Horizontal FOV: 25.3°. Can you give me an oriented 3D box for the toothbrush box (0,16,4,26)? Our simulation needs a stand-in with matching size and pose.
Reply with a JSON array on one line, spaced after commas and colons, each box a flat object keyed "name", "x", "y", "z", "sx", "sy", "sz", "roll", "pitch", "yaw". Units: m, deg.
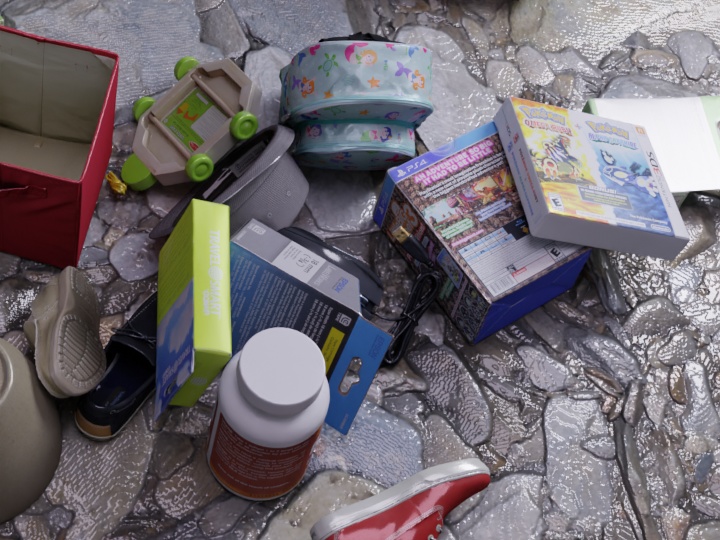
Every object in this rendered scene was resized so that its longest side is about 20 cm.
[{"name": "toothbrush box", "x": -0.490, "y": -0.289, "z": 1.823, "sx": 0.086, "sy": 0.146, "sz": 0.200, "roll": -29, "pitch": 69, "yaw": -26}]

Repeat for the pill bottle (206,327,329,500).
[{"name": "pill bottle", "x": -0.091, "y": 0.142, "z": 1.610, "sx": 0.111, "sy": 0.200, "sz": 0.113, "roll": 5, "pitch": 58, "yaw": -9}]

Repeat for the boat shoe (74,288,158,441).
[{"name": "boat shoe", "x": -0.234, "y": 0.090, "z": 1.695, "sx": 0.074, "sy": 0.062, "sz": 0.200, "roll": 28, "pitch": 56, "yaw": 8}]

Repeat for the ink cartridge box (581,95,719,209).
[{"name": "ink cartridge box", "x": 0.382, "y": -0.146, "z": 1.983, "sx": 0.198, "sy": 0.048, "sz": 0.146, "roll": -2, "pitch": 59, "yaw": -14}]

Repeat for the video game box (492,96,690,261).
[{"name": "video game box", "x": 0.264, "y": -0.105, "z": 1.838, "sx": 0.199, "sy": 0.047, "sz": 0.183, "roll": 9, "pitch": 45, "yaw": -27}]

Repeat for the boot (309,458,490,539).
[{"name": "boot", "x": 0.066, "y": 0.286, "z": 1.636, "sx": 0.199, "sy": 0.073, "sz": 0.145, "roll": -24, "pitch": 67, "yaw": -15}]

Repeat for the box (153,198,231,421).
[{"name": "box", "x": -0.172, "y": 0.043, "z": 1.639, "sx": 0.047, "sy": 0.122, "sz": 0.201, "roll": 11, "pitch": 56, "yaw": -22}]

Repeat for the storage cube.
[{"name": "storage cube", "x": -0.365, "y": -0.131, "z": 1.733, "sx": 0.170, "sy": 0.180, "sz": 0.201, "roll": 13, "pitch": 58, "yaw": -4}]

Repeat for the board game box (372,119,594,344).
[{"name": "board game box", "x": 0.138, "y": -0.046, "z": 1.838, "sx": 0.159, "sy": 0.097, "sz": 0.200, "roll": -27, "pitch": 67, "yaw": -25}]

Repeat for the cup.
[{"name": "cup", "x": -0.393, "y": 0.137, "z": 1.582, "sx": 0.199, "sy": 0.144, "sz": 0.202, "roll": 6, "pitch": 58, "yaw": -9}]

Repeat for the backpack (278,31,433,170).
[{"name": "backpack", "x": -0.003, "y": -0.194, "z": 1.841, "sx": 0.176, "sy": 0.200, "sz": 0.152, "roll": 1, "pitch": 78, "yaw": -13}]

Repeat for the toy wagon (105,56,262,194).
[{"name": "toy wagon", "x": -0.206, "y": -0.156, "z": 1.834, "sx": 0.200, "sy": 0.040, "sz": 0.155, "roll": -44, "pitch": 47, "yaw": -1}]

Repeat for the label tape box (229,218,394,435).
[{"name": "label tape box", "x": -0.065, "y": 0.060, "z": 1.696, "sx": 0.199, "sy": 0.145, "sz": 0.063, "roll": 30, "pitch": 32, "yaw": 7}]

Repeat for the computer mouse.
[{"name": "computer mouse", "x": 0.000, "y": 0.000, "z": 1.749, "sx": 0.200, "sy": 0.046, "sz": 0.141, "roll": 39, "pitch": 79, "yaw": -13}]

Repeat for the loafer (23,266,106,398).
[{"name": "loafer", "x": -0.309, "y": 0.074, "z": 1.658, "sx": 0.076, "sy": 0.068, "sz": 0.200, "roll": 49, "pitch": 15, "yaw": -26}]

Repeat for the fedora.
[{"name": "fedora", "x": -0.130, "y": -0.069, "z": 1.779, "sx": 0.090, "sy": 0.176, "sz": 0.200, "roll": 50, "pitch": 58, "yaw": -15}]
